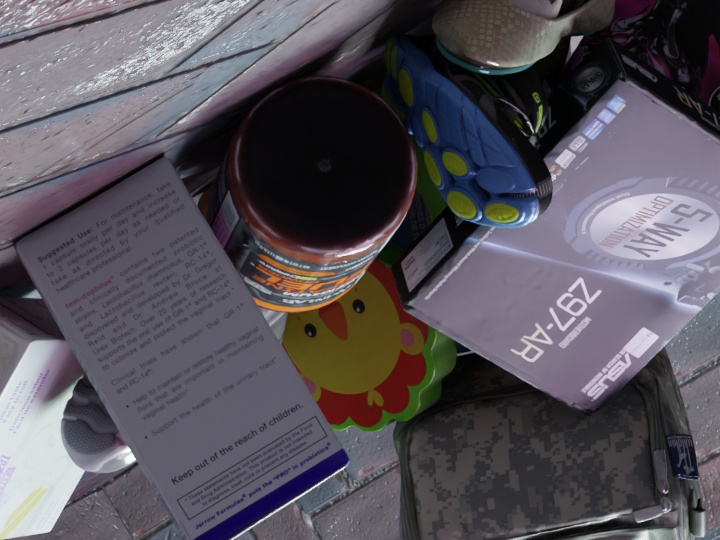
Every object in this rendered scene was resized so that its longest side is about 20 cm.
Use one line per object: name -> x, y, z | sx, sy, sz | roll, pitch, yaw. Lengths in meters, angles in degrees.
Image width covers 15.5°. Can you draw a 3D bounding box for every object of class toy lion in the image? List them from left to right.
toy lion -> 0.000, 0.000, 1.670 | 0.200, 0.192, 0.069 | -35, 175, 39

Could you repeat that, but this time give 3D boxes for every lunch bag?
lunch bag -> 0.122, 0.136, 1.707 | 0.200, 0.139, 0.168 | -12, -151, 11

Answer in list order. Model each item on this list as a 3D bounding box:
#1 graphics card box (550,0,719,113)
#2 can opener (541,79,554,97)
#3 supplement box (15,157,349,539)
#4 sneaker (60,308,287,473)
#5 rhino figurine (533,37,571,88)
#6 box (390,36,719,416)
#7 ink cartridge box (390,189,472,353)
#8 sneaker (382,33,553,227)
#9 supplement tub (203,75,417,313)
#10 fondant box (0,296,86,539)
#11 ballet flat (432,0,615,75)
graphics card box -> 0.199, -0.124, 1.635 | 0.200, 0.125, 0.051 | -57, 167, 17
can opener -> 0.101, -0.050, 1.629 | 0.079, 0.063, 0.200 | -22, 133, 5
supplement box -> -0.101, 0.051, 1.488 | 0.103, 0.200, 0.101 | -32, 177, -7
sneaker -> -0.102, 0.073, 1.615 | 0.075, 0.082, 0.200 | 19, -140, 32
rhino figurine -> 0.095, -0.136, 1.667 | 0.087, 0.060, 0.200 | -26, 169, -2
box -> 0.142, -0.022, 1.584 | 0.200, 0.160, 0.044 | -46, -149, 21
ink cartridge box -> 0.023, -0.006, 1.767 | 0.200, 0.137, 0.076 | -11, 180, 9
sneaker -> 0.069, -0.086, 1.459 | 0.083, 0.071, 0.200 | -7, -154, -11
supplement tub -> -0.034, -0.036, 1.532 | 0.107, 0.107, 0.200 | -30, 173, -14
fondant box -> -0.214, 0.090, 1.598 | 0.144, 0.058, 0.200 | -60, 164, 7
ballet flat -> 0.097, -0.159, 1.501 | 0.200, 0.067, 0.062 | -31, 149, -63
